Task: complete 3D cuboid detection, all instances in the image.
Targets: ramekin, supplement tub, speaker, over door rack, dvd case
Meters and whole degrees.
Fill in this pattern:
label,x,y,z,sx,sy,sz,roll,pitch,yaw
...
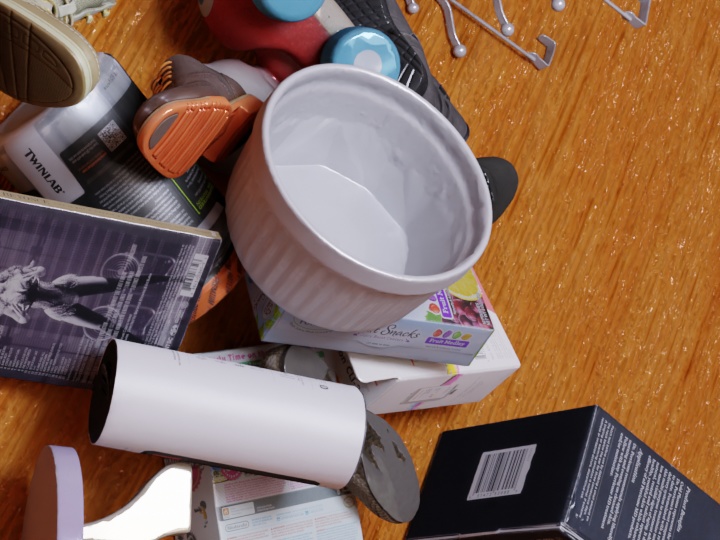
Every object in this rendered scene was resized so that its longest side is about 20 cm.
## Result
label,x,y,z,sx,sy,sz,roll,pitch,yaw
ramekin,-0.010,-0.048,1.322,0.199,0.105,0.201,19,48,-23
supplement tub,-0.181,-0.056,1.332,0.200,0.122,0.123,53,52,-18
speaker,-0.100,0.107,1.292,0.199,0.081,0.082,13,71,-19
over door rack,0.161,-0.246,1.654,0.199,0.147,0.067,18,66,-36
dvd case,-0.217,0.019,1.265,0.199,0.149,0.016,10,29,-27

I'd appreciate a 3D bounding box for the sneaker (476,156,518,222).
label,x,y,z,sx,sy,sz,roll,pitch,yaw
sneaker,0.089,-0.059,1.589,0.199,0.090,0.076,-29,97,-42

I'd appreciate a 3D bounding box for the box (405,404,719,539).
label,x,y,z,sx,sy,sz,roll,pitch,yaw
box,0.184,0.229,1.531,0.196,0.199,0.125,39,57,-28

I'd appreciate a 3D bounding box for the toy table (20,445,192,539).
label,x,y,z,sx,sy,sz,roll,pitch,yaw
toy table,-0.181,0.232,1.247,0.116,0.184,0.202,7,84,-22

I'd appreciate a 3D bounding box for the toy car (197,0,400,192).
label,x,y,z,sx,sy,sz,roll,pitch,yaw
toy car,-0.101,-0.158,1.426,0.200,0.184,0.177,-46,113,-7

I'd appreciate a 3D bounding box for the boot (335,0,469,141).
label,x,y,z,sx,sy,sz,roll,pitch,yaw
boot,0.024,-0.202,1.581,0.132,0.069,0.201,38,27,-60

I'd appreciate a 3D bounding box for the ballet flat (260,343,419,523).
label,x,y,z,sx,sy,sz,roll,pitch,yaw
ballet flat,-0.018,0.134,1.406,0.200,0.046,0.068,49,43,-29

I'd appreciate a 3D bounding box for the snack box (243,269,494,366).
label,x,y,z,sx,sy,sz,roll,pitch,yaw
snack box,0.000,0.000,1.415,0.199,0.053,0.143,9,44,-30

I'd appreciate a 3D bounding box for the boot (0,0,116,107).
label,x,y,z,sx,sy,sz,roll,pitch,yaw
boot,-0.229,-0.193,1.289,0.154,0.199,0.073,-29,134,-43

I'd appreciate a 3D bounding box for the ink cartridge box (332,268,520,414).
label,x,y,z,sx,sy,sz,roll,pitch,yaw
ink cartridge box,0.033,0.057,1.498,0.199,0.067,0.117,-1,58,-45

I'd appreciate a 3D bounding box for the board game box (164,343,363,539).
label,x,y,z,sx,sy,sz,roll,pitch,yaw
board game box,-0.082,0.162,1.408,0.147,0.064,0.202,-5,85,-42

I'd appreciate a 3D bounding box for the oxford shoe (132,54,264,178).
label,x,y,z,sx,sy,sz,roll,pitch,yaw
oxford shoe,-0.134,-0.118,1.277,0.073,0.071,0.200,43,12,6
